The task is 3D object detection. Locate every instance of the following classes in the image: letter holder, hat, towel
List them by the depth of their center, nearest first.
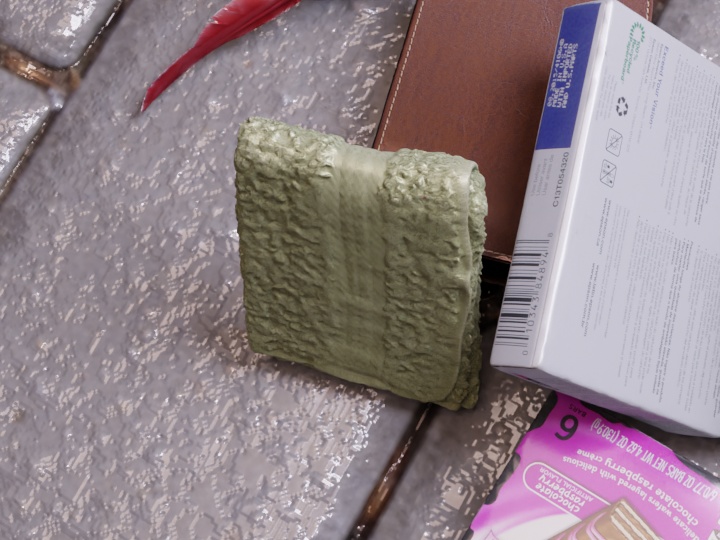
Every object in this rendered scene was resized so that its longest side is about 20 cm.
[{"bbox_3d":[0.000,0.000,0.834,0.147,0.201,0.037,13,51,14],"label":"towel"},{"bbox_3d":[0.094,-0.088,0.892,0.141,0.101,0.202,13,75,13],"label":"letter holder"},{"bbox_3d":[-0.019,-0.192,0.986,0.198,0.178,0.166,15,33,11],"label":"hat"}]

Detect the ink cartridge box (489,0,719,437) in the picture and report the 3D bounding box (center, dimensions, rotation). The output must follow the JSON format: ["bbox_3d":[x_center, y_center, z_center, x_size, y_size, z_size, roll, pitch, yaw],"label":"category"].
[{"bbox_3d":[0.167,-0.018,0.820,0.043,0.199,0.199,0,73,49],"label":"ink cartridge box"}]

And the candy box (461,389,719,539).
[{"bbox_3d":[0.114,0.184,0.816,0.136,0.061,0.201,29,80,19],"label":"candy box"}]
